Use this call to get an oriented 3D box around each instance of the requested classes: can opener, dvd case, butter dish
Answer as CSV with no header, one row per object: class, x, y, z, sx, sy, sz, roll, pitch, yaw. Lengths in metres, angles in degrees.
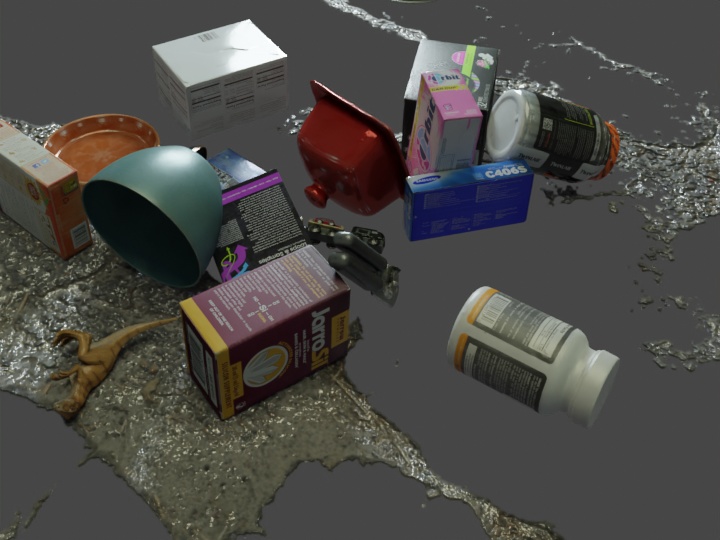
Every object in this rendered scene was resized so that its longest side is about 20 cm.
can opener,0.000,0.000,1.214,0.066,0.199,0.055,7,76,28
dvd case,-0.238,-0.120,1.445,0.141,0.018,0.199,32,50,28
butter dish,-0.028,-0.159,1.398,0.148,0.201,0.199,-45,57,-12

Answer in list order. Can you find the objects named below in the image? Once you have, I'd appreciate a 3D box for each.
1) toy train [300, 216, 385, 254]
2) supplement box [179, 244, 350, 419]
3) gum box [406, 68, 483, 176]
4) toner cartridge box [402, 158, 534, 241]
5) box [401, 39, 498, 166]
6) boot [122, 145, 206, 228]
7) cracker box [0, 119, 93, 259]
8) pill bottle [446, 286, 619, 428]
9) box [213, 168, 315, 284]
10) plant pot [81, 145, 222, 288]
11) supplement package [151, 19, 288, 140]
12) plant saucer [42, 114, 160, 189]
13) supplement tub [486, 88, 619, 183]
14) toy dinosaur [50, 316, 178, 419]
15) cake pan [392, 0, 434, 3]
toy train,-0.056,-0.061,1.374,0.195,0.035,0.046,12,41,11
supplement box,-0.120,0.077,1.153,0.197,0.133,0.103,-26,50,-26
gum box,0.126,-0.194,1.406,0.065,0.202,0.115,-7,48,-14
toner cartridge box,0.165,-0.109,1.387,0.195,0.096,0.044,-10,42,-13
box,0.156,-0.291,1.563,0.145,0.126,0.202,9,44,7
boot,-0.330,-0.148,1.402,0.096,0.076,0.200,26,50,20
cracker box,-0.493,-0.124,1.355,0.198,0.136,0.057,31,49,28
pill bottle,0.217,0.111,1.137,0.197,0.118,0.116,26,48,24
box,-0.155,-0.050,1.327,0.140,0.036,0.202,-22,52,-8
plant pot,-0.271,-0.095,1.264,0.197,0.202,0.136,20,56,20
supplement package,-0.250,-0.346,1.619,0.197,0.112,0.156,-22,48,-24
plant saucer,-0.434,-0.195,1.511,0.195,0.033,0.203,1,42,-1
supplement tub,0.312,-0.213,1.454,0.196,0.124,0.124,11,38,-23
toy dinosaur,-0.343,0.110,1.178,0.105,0.061,0.201,36,54,1
cake pan,0.113,-0.665,2.029,0.195,0.037,0.203,1,43,-1
